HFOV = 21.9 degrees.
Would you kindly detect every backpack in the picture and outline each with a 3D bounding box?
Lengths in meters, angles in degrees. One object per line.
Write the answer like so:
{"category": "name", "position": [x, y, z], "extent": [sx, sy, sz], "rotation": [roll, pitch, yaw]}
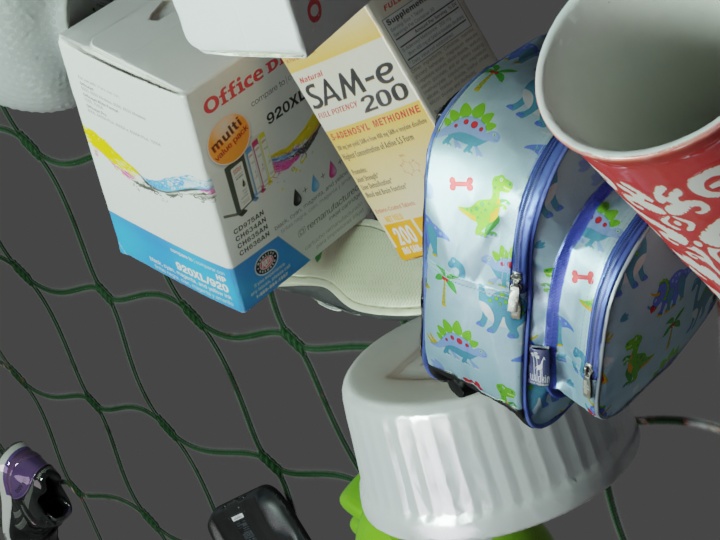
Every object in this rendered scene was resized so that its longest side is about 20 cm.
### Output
{"category": "backpack", "position": [0.130, -0.028, 1.085], "extent": [0.147, 0.183, 0.200], "rotation": [22, 134, 34]}

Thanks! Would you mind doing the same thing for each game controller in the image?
{"category": "game controller", "position": [-0.103, 0.282, 1.941], "extent": [0.104, 0.042, 0.200], "rotation": [66, 152, 5]}

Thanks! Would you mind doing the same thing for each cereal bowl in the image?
{"category": "cereal bowl", "position": [-0.216, -0.209, 1.375], "extent": [0.083, 0.200, 0.200], "rotation": [20, 139, 32]}

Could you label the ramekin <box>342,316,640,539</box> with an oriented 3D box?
{"category": "ramekin", "position": [0.083, 0.095, 1.279], "extent": [0.200, 0.200, 0.098], "rotation": [8, 122, 52]}

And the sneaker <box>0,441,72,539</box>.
{"category": "sneaker", "position": [-0.412, 0.315, 2.395], "extent": [0.087, 0.076, 0.200], "rotation": [27, 144, 28]}

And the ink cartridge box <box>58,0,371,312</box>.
{"category": "ink cartridge box", "position": [-0.104, -0.106, 1.372], "extent": [0.145, 0.147, 0.200], "rotation": [26, 142, 38]}

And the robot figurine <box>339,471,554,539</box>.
{"category": "robot figurine", "position": [0.077, 0.225, 1.513], "extent": [0.200, 0.116, 0.176], "rotation": [32, 155, 32]}

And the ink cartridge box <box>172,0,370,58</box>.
{"category": "ink cartridge box", "position": [-0.027, -0.229, 1.050], "extent": [0.083, 0.200, 0.145], "rotation": [8, 130, 37]}

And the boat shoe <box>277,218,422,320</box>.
{"category": "boat shoe", "position": [0.000, 0.000, 1.447], "extent": [0.200, 0.072, 0.068], "rotation": [11, 171, 42]}

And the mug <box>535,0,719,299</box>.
{"category": "mug", "position": [0.210, -0.059, 0.935], "extent": [0.177, 0.134, 0.200], "rotation": [-2, 148, 37]}

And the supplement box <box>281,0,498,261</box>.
{"category": "supplement box", "position": [0.033, -0.113, 1.238], "extent": [0.200, 0.074, 0.126], "rotation": [59, 151, -11]}
